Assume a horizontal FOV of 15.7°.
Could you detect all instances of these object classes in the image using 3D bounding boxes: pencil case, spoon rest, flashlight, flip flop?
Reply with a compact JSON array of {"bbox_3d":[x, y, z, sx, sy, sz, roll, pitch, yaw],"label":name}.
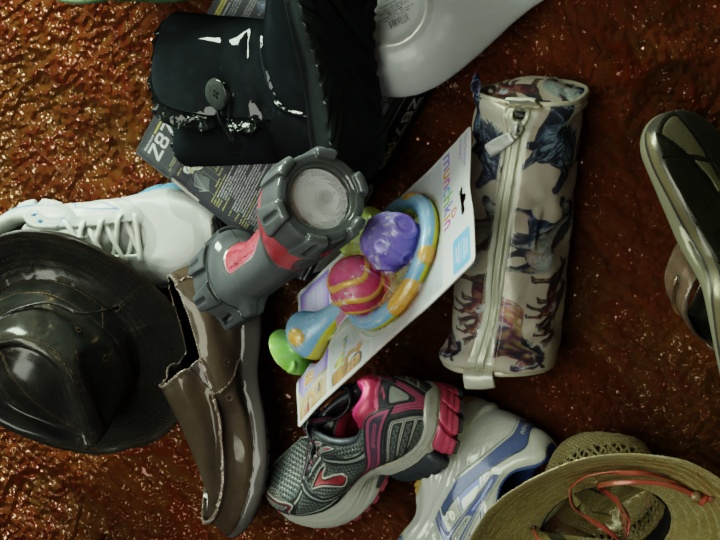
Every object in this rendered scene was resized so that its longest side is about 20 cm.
[{"bbox_3d":[0.098,-0.026,1.686,0.078,0.089,0.200,13,104,26],"label":"pencil case"},{"bbox_3d":[0.072,-0.179,1.674,0.200,0.061,0.099,-23,71,22],"label":"spoon rest"},{"bbox_3d":[-0.060,-0.022,1.690,0.068,0.068,0.200,37,156,-10],"label":"flashlight"},{"bbox_3d":[0.218,-0.002,1.637,0.058,0.081,0.200,-28,83,47],"label":"flip flop"}]

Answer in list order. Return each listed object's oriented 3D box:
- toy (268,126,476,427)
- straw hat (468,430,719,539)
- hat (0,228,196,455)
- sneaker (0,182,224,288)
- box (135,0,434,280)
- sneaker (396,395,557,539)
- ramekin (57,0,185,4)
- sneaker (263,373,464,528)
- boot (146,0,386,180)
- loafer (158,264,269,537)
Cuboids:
[{"bbox_3d":[0.000,0.000,1.672,0.200,0.047,0.115,-48,31,40],"label":"toy"},{"bbox_3d":[0.155,0.151,1.679,0.201,0.201,0.085,-35,39,28],"label":"straw hat"},{"bbox_3d":[-0.213,0.072,1.826,0.200,0.081,0.201,2,125,3],"label":"hat"},{"bbox_3d":[-0.191,-0.018,1.846,0.200,0.087,0.075,-6,93,28],"label":"sneaker"},{"bbox_3d":[-0.044,-0.119,1.772,0.161,0.049,0.200,36,111,18],"label":"box"},{"bbox_3d":[0.073,0.188,1.739,0.088,0.075,0.200,20,107,24],"label":"sneaker"},{"bbox_3d":[-0.149,-0.273,1.755,0.200,0.098,0.200,-3,85,42],"label":"ramekin"},{"bbox_3d":[-0.011,0.111,1.741,0.200,0.075,0.081,-37,42,50],"label":"sneaker"},{"bbox_3d":[-0.070,-0.154,1.684,0.168,0.076,0.200,10,116,39],"label":"boot"},{"bbox_3d":[-0.107,0.086,1.813,0.073,0.071,0.200,172,96,-73],"label":"loafer"}]
